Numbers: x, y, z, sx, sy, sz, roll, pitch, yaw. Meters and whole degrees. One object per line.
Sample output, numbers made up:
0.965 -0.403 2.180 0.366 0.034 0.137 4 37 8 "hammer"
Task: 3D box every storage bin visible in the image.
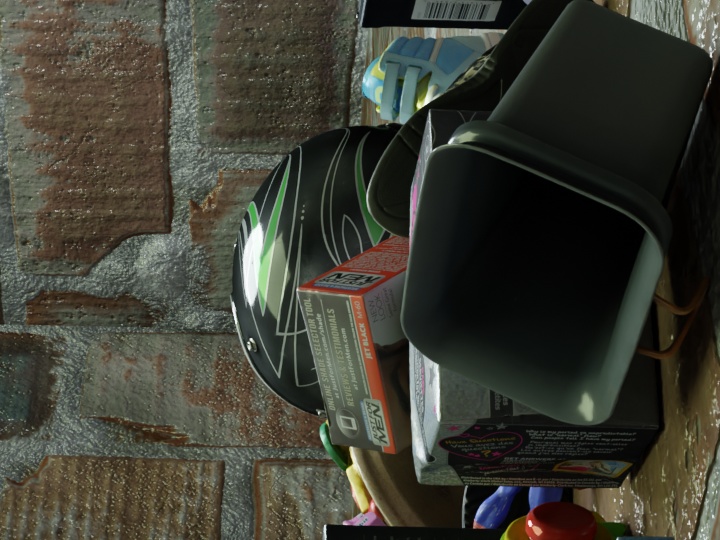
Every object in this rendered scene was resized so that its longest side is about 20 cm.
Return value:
0.119 -0.033 1.088 0.134 0.145 0.200 -59 -13 -30 "storage bin"

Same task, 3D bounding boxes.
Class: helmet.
0.000 0.000 1.500 0.191 0.199 0.201 -106 17 -66 "helmet"

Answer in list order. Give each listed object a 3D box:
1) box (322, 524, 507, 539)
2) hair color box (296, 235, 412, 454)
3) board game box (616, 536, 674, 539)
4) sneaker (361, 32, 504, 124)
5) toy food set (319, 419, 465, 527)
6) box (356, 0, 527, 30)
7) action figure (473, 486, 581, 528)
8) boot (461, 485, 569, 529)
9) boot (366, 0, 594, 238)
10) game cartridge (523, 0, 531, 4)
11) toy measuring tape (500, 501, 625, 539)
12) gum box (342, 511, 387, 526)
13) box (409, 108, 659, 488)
0.060 0.264 1.368 0.200 0.182 0.104 96 174 -47 "box"
0.056 0.028 1.379 0.064 0.200 0.111 5 115 44 "hair color box"
0.150 0.265 1.099 0.152 0.036 0.200 95 176 -47 "board game box"
0.068 -0.128 1.777 0.200 0.130 0.080 -95 8 -51 "sneaker"
0.052 0.194 1.742 0.200 0.049 0.198 32 -154 -45 "toy food set"
0.073 -0.296 1.637 0.104 0.147 0.201 105 167 -77 "box"
0.120 0.124 1.388 0.065 0.052 0.200 37 122 35 "action figure"
0.106 0.141 1.547 0.163 0.073 0.199 111 167 -72 "boot"
0.084 -0.090 1.424 0.204 0.073 0.154 -48 -7 -8 "boot"
0.102 -0.242 1.438 0.130 0.038 0.200 48 174 2 "game cartridge"
0.103 0.185 1.206 0.200 0.073 0.074 -46 -38 -64 "toy measuring tape"
0.029 0.283 1.540 0.200 0.113 0.066 47 174 3 "gum box"
0.097 0.016 1.247 0.115 0.132 0.201 102 168 -65 "box"
